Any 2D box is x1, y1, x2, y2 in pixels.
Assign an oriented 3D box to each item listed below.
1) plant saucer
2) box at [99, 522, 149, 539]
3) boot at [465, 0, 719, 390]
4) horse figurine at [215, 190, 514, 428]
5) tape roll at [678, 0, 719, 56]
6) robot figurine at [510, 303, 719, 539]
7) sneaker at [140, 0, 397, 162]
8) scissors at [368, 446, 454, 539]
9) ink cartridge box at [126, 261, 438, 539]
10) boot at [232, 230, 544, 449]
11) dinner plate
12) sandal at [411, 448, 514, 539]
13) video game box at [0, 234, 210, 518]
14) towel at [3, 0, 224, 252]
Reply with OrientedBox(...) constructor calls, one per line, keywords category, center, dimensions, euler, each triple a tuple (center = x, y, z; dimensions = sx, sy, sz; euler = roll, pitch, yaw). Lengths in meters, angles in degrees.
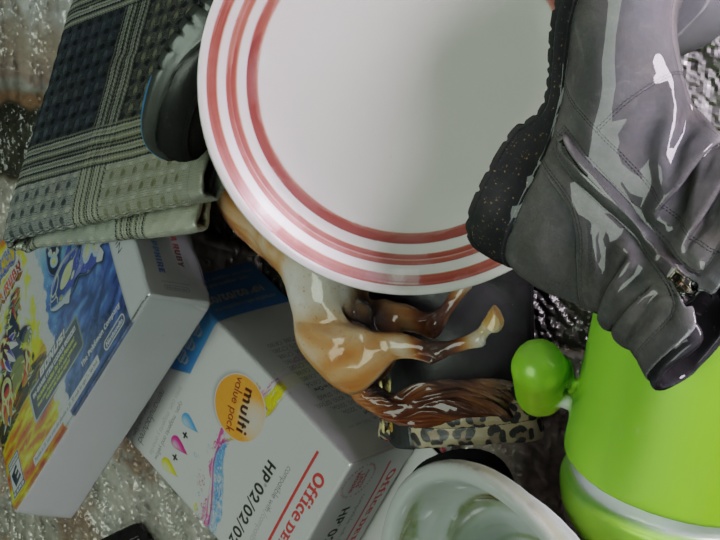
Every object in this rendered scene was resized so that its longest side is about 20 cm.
OrientedBox(category="plant saucer", center=(0.083, 0.184, 0.874), dimensions=(0.200, 0.050, 0.201), euler=(32, 129, 50))
OrientedBox(category="box", center=(-0.171, 0.287, 1.205), dimensions=(0.159, 0.048, 0.200), euler=(53, 127, 12))
OrientedBox(category="boot", center=(0.137, -0.061, 0.762), dimensions=(0.131, 0.070, 0.201), euler=(35, 116, 34))
OrientedBox(category="horse figurine", center=(0.000, 0.000, 0.906), dimensions=(0.132, 0.050, 0.201), euler=(-31, 80, 27))
OrientedBox(category="tape roll", center=(0.107, -0.192, 0.852), dimensions=(0.200, 0.066, 0.201), euler=(12, 110, 35))
OrientedBox(category="robot figurine", center=(0.160, 0.062, 0.848), dimensions=(0.175, 0.116, 0.201), euler=(15, 112, 11))
OrientedBox(category="sneaker", center=(-0.025, -0.118, 0.858), dimensions=(0.082, 0.073, 0.200), euler=(45, 105, 5))
OrientedBox(category="scissors", center=(0.050, 0.116, 1.014), dimensions=(0.073, 0.014, 0.201), euler=(35, 119, 34))
OrientedBox(category="ink cartridge box", center=(-0.044, 0.105, 1.038), dimensions=(0.200, 0.068, 0.115), euler=(43, 124, 25))
OrientedBox(category="boot", center=(0.015, 0.017, 0.972), dimensions=(0.199, 0.073, 0.151), euler=(-2, 96, 31))
OrientedBox(category="dinner plate", center=(0.024, -0.087, 0.831), dimensions=(0.199, 0.024, 0.201), euler=(-1, 106, -2))
OrientedBox(category="sandal", center=(0.071, 0.175, 0.980), dimensions=(0.075, 0.048, 0.201), euler=(-8, 120, 4))
OrientedBox(category="video game box", center=(-0.168, 0.016, 1.081), dimensions=(0.200, 0.047, 0.183), euler=(-55, 38, 34))
OrientedBox(category="towel", center=(-0.115, -0.107, 0.999), dimensions=(0.200, 0.034, 0.193), euler=(-8, 62, 48))
